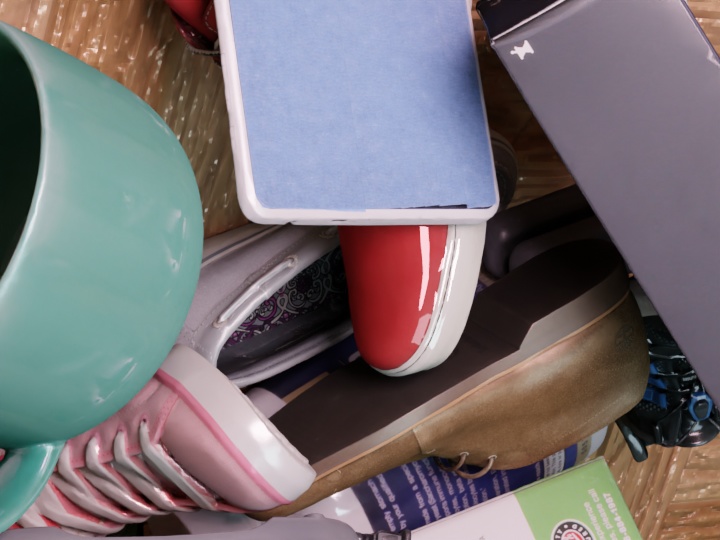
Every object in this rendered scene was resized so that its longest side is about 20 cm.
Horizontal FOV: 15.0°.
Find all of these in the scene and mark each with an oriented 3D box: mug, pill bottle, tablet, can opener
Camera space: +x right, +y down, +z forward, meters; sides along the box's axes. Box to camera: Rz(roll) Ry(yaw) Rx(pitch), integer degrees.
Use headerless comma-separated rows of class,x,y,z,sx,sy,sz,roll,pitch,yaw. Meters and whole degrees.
mug,-0.143,0.005,1.055,0.114,0.152,0.185,25,96,-47
pill bottle,0.005,0.085,1.255,0.200,0.111,0.111,-32,132,-19
tablet,-0.008,-0.117,1.102,0.130,0.014,0.201,-1,78,-38
can opener,0.148,-0.047,1.246,0.199,0.053,0.067,-20,128,-21

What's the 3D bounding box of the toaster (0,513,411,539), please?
toaster,-0.070,0.170,1.069,0.199,0.130,0.114,-1,160,-14

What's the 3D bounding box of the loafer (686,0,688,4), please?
loafer,0.126,-0.139,1.235,0.070,0.075,0.200,-35,134,-12

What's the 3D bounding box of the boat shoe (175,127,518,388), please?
boat shoe,0.000,-0.001,1.224,0.200,0.071,0.070,-27,130,-24

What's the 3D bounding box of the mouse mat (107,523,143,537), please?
mouse mat,-0.167,0.163,1.242,0.161,0.008,0.201,-17,125,-30

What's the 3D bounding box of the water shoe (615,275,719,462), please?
water shoe,0.159,0.041,1.305,0.071,0.079,0.200,-19,170,-8

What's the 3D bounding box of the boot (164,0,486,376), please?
boot,-0.022,-0.059,1.126,0.144,0.072,0.201,7,75,-40

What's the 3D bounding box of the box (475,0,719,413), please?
box,0.132,-0.038,1.128,0.079,0.141,0.200,-31,100,8

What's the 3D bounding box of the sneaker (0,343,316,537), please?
sneaker,-0.095,0.081,1.108,0.105,0.200,0.075,-47,116,-11

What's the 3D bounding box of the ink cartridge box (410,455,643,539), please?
ink cartridge box,0.040,0.189,1.169,0.199,0.146,0.084,-20,157,-8

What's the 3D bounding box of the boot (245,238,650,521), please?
boot,0.037,0.067,1.176,0.200,0.074,0.076,-27,117,-8
